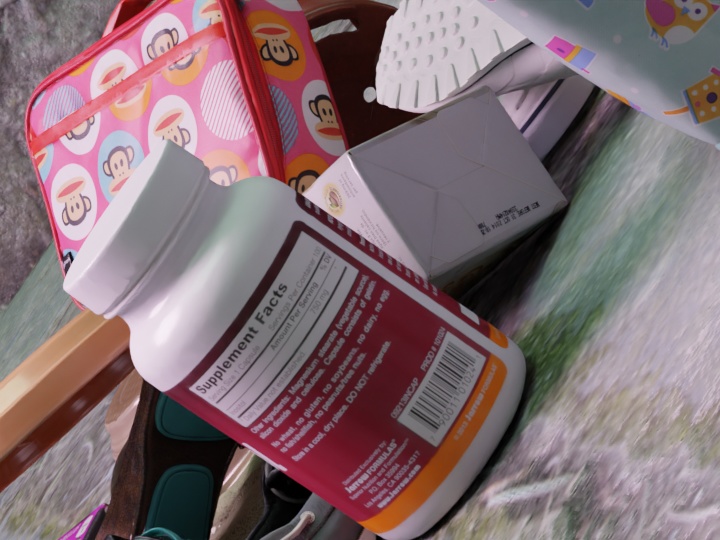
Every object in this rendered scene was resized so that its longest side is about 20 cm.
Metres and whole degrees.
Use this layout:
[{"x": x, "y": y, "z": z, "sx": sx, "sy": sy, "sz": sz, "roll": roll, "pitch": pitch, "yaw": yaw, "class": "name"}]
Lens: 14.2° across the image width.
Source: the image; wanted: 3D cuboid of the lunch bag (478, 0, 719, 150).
[{"x": 0.119, "y": -0.156, "z": 1.311, "sx": 0.122, "sy": 0.170, "sz": 0.200, "roll": -54, "pitch": 14, "yaw": 13, "class": "lunch bag"}]

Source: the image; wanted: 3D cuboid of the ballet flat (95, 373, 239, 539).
[{"x": -0.097, "y": 0.080, "z": 1.489, "sx": 0.067, "sy": 0.068, "sz": 0.200, "roll": 41, "pitch": 115, "yaw": 52, "class": "ballet flat"}]

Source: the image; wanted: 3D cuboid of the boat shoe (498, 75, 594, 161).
[{"x": 0.089, "y": -0.135, "z": 1.595, "sx": 0.075, "sy": 0.086, "sz": 0.202, "roll": -44, "pitch": 16, "yaw": 45, "class": "boat shoe"}]

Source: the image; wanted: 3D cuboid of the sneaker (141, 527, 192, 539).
[{"x": -0.090, "y": 0.160, "z": 1.378, "sx": 0.200, "sy": 0.077, "sz": 0.080, "roll": -84, "pitch": -13, "yaw": -80, "class": "sneaker"}]

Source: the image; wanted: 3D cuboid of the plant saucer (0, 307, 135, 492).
[{"x": -0.166, "y": 0.070, "z": 1.471, "sx": 0.200, "sy": 0.032, "sz": 0.200, "roll": -42, "pitch": -2, "yaw": -2, "class": "plant saucer"}]

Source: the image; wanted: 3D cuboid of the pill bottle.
[{"x": -0.032, "y": 0.029, "z": 1.335, "sx": 0.113, "sy": 0.200, "sz": 0.113, "roll": -52, "pitch": 11, "yaw": 15, "class": "pill bottle"}]

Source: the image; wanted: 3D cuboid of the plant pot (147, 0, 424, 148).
[{"x": -0.035, "y": -0.091, "z": 1.766, "sx": 0.201, "sy": 0.201, "sz": 0.195, "roll": -57, "pitch": 19, "yaw": -9, "class": "plant pot"}]

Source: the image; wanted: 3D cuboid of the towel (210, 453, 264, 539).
[{"x": -0.085, "y": 0.179, "z": 1.552, "sx": 0.200, "sy": 0.036, "sz": 0.148, "roll": -50, "pitch": 13, "yaw": 25, "class": "towel"}]

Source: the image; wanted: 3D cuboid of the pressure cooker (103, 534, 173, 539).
[{"x": -0.103, "y": 0.211, "z": 1.182, "sx": 0.200, "sy": 0.176, "sz": 0.179, "roll": -52, "pitch": -10, "yaw": 13, "class": "pressure cooker"}]

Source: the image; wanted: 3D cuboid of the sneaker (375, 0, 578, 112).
[{"x": 0.087, "y": -0.121, "z": 1.501, "sx": 0.200, "sy": 0.080, "sz": 0.076, "roll": -18, "pitch": 64, "yaw": 48, "class": "sneaker"}]

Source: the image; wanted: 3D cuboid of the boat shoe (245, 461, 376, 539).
[{"x": -0.018, "y": 0.103, "z": 1.421, "sx": 0.073, "sy": 0.062, "sz": 0.200, "roll": -45, "pitch": 15, "yaw": 42, "class": "boat shoe"}]

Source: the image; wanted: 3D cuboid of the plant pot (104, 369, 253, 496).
[{"x": -0.087, "y": 0.076, "z": 1.715, "sx": 0.201, "sy": 0.093, "sz": 0.201, "roll": -53, "pitch": 10, "yaw": 14, "class": "plant pot"}]

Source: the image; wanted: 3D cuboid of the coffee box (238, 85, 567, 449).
[{"x": 0.000, "y": 0.000, "z": 1.501, "sx": 0.114, "sy": 0.080, "sz": 0.200, "roll": -26, "pitch": -11, "yaw": -42, "class": "coffee box"}]

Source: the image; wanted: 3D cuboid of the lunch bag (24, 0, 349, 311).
[{"x": -0.102, "y": -0.079, "z": 1.633, "sx": 0.200, "sy": 0.082, "sz": 0.176, "roll": -29, "pitch": 71, "yaw": 42, "class": "lunch bag"}]

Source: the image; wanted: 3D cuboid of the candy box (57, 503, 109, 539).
[{"x": -0.202, "y": 0.253, "z": 1.759, "sx": 0.136, "sy": 0.061, "sz": 0.200, "roll": -39, "pitch": 20, "yaw": 53, "class": "candy box"}]
